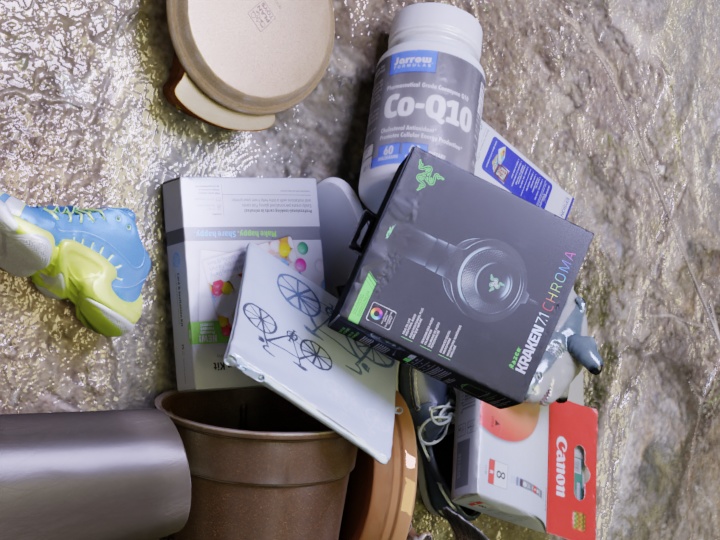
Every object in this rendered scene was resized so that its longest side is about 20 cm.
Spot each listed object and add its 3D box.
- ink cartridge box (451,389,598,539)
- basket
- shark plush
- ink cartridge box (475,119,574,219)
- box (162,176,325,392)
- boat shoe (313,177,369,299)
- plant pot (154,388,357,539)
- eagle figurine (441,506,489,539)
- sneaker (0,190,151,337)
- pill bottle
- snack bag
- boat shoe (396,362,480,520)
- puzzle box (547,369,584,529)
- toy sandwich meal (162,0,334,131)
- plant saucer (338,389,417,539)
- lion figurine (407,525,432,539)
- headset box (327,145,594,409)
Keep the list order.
[{"bbox_3d":[0.185,0.186,1.783,0.199,0.050,0.163,20,60,-28],"label":"ink cartridge box"},{"bbox_3d":[-0.260,0.194,1.495,0.199,0.136,0.182,-8,123,-30],"label":"basket"},{"bbox_3d":[0.196,0.044,1.779,0.083,0.091,0.202,9,73,-19],"label":"shark plush"},{"bbox_3d":[0.146,-0.079,1.825,0.200,0.039,0.100,35,72,-41],"label":"ink cartridge box"},{"bbox_3d":[-0.108,0.012,1.649,0.155,0.041,0.202,-1,84,-34],"label":"box"},{"bbox_3d":[0.000,0.000,1.731,0.070,0.070,0.202,-31,107,-55],"label":"boat shoe"},{"bbox_3d":[-0.098,0.223,1.600,0.199,0.200,0.200,-2,101,-34],"label":"plant pot"},{"bbox_3d":[0.122,0.327,1.788,0.199,0.150,0.153,18,92,-44],"label":"eagle figurine"},{"bbox_3d":[-0.265,-0.032,1.546,0.200,0.075,0.106,46,55,-34],"label":"sneaker"},{"bbox_3d":[0.065,-0.157,1.715,0.113,0.113,0.202,24,62,-33],"label":"pill bottle"},{"bbox_3d":[-0.039,0.078,1.567,0.188,0.201,0.021,35,117,-17],"label":"snack bag"},{"bbox_3d":[0.084,0.166,1.788,0.074,0.062,0.202,-16,101,-34],"label":"boat shoe"},{"bbox_3d":[0.185,0.172,1.841,0.132,0.025,0.202,21,59,-34],"label":"puzzle box"},{"bbox_3d":[-0.112,-0.231,1.642,0.204,0.070,0.207,3,86,-34],"label":"toy sandwich meal"},{"bbox_3d":[-0.004,0.207,1.652,0.037,0.200,0.202,10,86,-23],"label":"plant saucer"},{"bbox_3d":[0.004,0.279,1.725,0.072,0.122,0.201,28,91,-41],"label":"lion figurine"},{"bbox_3d":[0.084,0.005,1.572,0.199,0.093,0.175,26,79,-3],"label":"headset box"}]
